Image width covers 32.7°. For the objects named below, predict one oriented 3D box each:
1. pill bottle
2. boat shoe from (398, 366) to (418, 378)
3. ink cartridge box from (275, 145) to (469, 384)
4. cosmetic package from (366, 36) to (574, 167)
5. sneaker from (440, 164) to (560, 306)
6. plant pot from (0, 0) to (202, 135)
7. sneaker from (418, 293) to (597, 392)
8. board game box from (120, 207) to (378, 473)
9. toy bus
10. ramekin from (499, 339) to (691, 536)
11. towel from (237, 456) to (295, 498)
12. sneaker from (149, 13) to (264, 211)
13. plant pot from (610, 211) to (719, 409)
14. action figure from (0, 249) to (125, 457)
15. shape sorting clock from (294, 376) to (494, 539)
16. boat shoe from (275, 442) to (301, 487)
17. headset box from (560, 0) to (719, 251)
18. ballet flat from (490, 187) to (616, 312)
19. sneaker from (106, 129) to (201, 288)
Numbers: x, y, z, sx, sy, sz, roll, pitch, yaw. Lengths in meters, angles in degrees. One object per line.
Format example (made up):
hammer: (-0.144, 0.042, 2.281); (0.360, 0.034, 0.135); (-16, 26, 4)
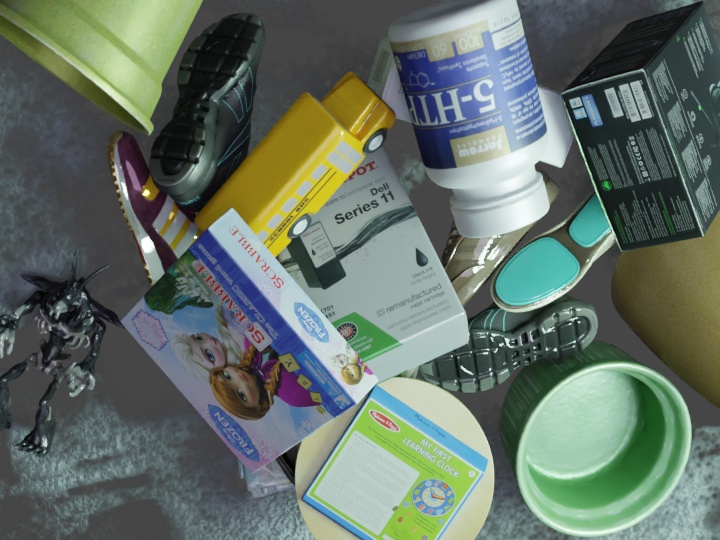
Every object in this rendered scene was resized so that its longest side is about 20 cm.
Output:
pill bottle: (0.105, -0.140, 1.110); (0.118, 0.120, 0.203); (-19, 106, -5)
boat shoe: (0.018, 0.131, 1.252); (0.070, 0.076, 0.204); (3, 96, -9)
ink cartridge box: (0.000, 0.000, 1.192); (0.145, 0.083, 0.202); (-24, 66, -3)
cosmetic package: (0.110, -0.168, 1.219); (0.197, 0.102, 0.075); (16, 102, -13)
sneaker: (0.119, -0.032, 1.284); (0.075, 0.070, 0.201); (41, 95, 7)
plant pot: (-0.219, -0.256, 1.100); (0.199, 0.200, 0.186); (36, 84, -17)
sneaker: (0.149, 0.071, 1.300); (0.197, 0.079, 0.076); (-14, 118, -7)
board game box: (-0.108, 0.072, 1.130); (0.201, 0.199, 0.041); (49, 48, -2)
toy bus: (-0.059, -0.095, 1.139); (0.200, 0.078, 0.065); (-48, 67, 8)
ramekin: (0.246, 0.174, 1.327); (0.196, 0.098, 0.203); (-4, 109, -12)
towel: (-0.048, 0.135, 1.296); (0.168, 0.048, 0.204); (-5, 105, -13)
sneaker: (-0.139, -0.151, 1.172); (0.079, 0.074, 0.203); (49, 58, -55)
plant pot: (0.380, 0.056, 1.245); (0.183, 0.201, 0.188); (-10, 132, -12)
action figure: (-0.307, 0.084, 1.204); (0.117, 0.102, 0.202); (23, 101, -4)
shape sorting clock: (0.034, 0.204, 1.211); (0.196, 0.039, 0.204); (0, 100, 3)
boat shoe: (-0.071, 0.138, 1.232); (0.072, 0.065, 0.202); (-28, 107, -3)
headset box: (0.301, -0.147, 1.216); (0.092, 0.200, 0.176); (-10, 114, 39)
ballet flat: (0.217, -0.018, 1.290); (0.199, 0.069, 0.070); (-37, 108, -10)
sneaker: (-0.184, -0.052, 1.210); (0.089, 0.075, 0.203); (-20, 115, -7)
